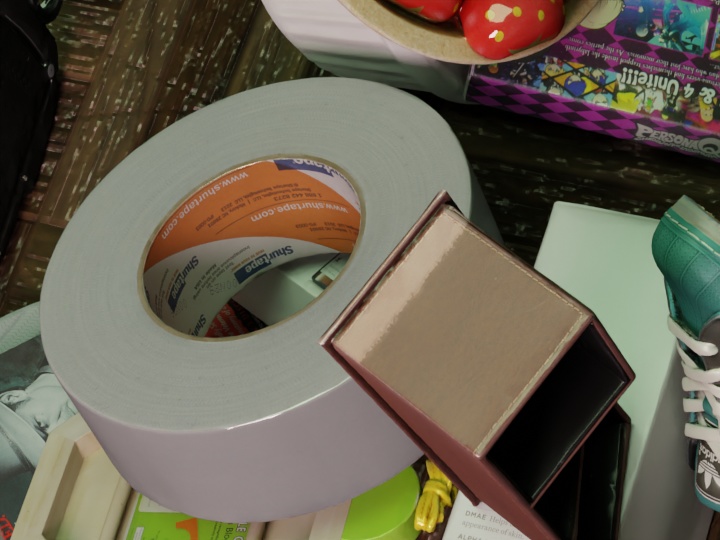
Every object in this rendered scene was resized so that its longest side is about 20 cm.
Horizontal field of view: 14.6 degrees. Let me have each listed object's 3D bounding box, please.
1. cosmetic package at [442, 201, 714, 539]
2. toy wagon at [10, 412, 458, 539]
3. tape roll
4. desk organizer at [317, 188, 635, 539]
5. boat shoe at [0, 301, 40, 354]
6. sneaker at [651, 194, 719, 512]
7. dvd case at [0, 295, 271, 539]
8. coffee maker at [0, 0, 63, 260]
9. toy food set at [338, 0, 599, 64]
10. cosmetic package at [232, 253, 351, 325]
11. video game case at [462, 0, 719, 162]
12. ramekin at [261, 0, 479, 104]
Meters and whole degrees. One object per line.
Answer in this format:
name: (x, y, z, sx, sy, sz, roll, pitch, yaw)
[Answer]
cosmetic package: (0.104, 0.085, 1.212, 0.081, 0.113, 0.201, 10, 70, 26)
toy wagon: (-0.052, 0.104, 1.215, 0.199, 0.040, 0.156, 1, 50, 19)
tape roll: (-0.036, 0.010, 1.212, 0.199, 0.066, 0.201, -14, 44, 14)
desk organizer: (0.064, 0.054, 1.064, 0.077, 0.200, 0.072, 37, 84, 28)
boat shoe: (-0.183, 0.094, 1.350, 0.072, 0.071, 0.200, 28, 57, 21)
sneaker: (0.164, 0.059, 1.152, 0.080, 0.200, 0.071, -39, 30, -2)
dvd case: (-0.095, 0.072, 1.308, 0.199, 0.022, 0.146, -26, 56, -20)
coffee maker: (-0.267, -0.094, 1.453, 0.199, 0.135, 0.193, 8, 47, 24)
toy food set: (0.044, -0.190, 1.211, 0.198, 0.200, 0.049, -56, 21, -24)
cosmetic package: (0.000, 0.000, 1.312, 0.200, 0.051, 0.082, 34, 55, 30)
video game case: (0.161, -0.141, 1.288, 0.199, 0.036, 0.182, 13, 70, -1)
ramekin: (0.023, -0.178, 1.323, 0.094, 0.202, 0.204, -1, 66, 34)
